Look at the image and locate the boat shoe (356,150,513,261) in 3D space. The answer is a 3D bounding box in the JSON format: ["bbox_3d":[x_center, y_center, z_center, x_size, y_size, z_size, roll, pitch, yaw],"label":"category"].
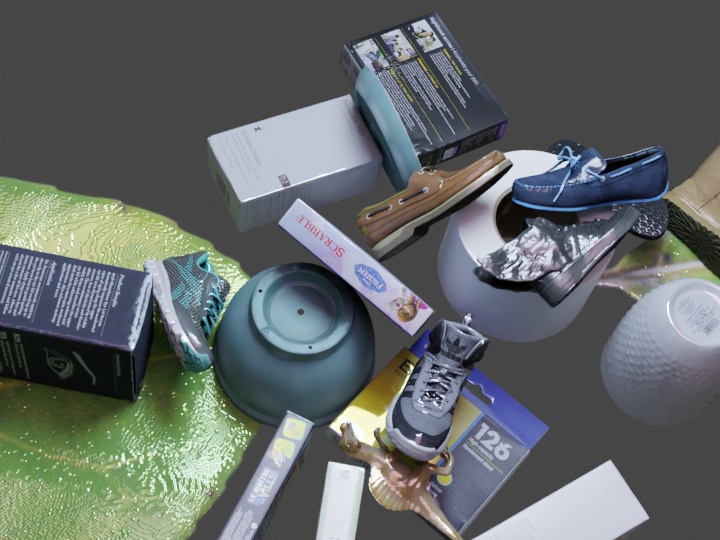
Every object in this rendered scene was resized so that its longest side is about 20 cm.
[{"bbox_3d":[0.082,-0.091,1.657,0.200,0.072,0.068,-34,80,13],"label":"boat shoe"}]

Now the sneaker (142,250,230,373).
[{"bbox_3d":[-0.194,0.038,1.661,0.091,0.078,0.200,-20,43,-8],"label":"sneaker"}]

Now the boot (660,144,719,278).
[{"bbox_3d":[0.514,-0.092,1.870,0.200,0.066,0.175,-36,75,-25],"label":"boot"}]

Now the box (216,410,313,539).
[{"bbox_3d":[-0.115,0.265,1.572,0.035,0.110,0.200,26,63,6],"label":"box"}]

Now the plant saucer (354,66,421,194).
[{"bbox_3d":[0.037,-0.160,1.770,0.027,0.200,0.200,-26,68,-4],"label":"plant saucer"}]

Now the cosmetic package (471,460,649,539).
[{"bbox_3d":[0.213,0.308,1.596,0.200,0.108,0.085,-25,69,-18],"label":"cosmetic package"}]

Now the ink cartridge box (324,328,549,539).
[{"bbox_3d":[0.096,0.188,1.677,0.198,0.047,0.200,39,66,11],"label":"ink cartridge box"}]

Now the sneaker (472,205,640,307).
[{"bbox_3d":[0.231,-0.034,1.646,0.104,0.060,0.200,43,69,9],"label":"sneaker"}]

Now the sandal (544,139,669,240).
[{"bbox_3d":[0.328,-0.103,1.867,0.075,0.048,0.200,-36,60,-21],"label":"sandal"}]

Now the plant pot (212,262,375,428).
[{"bbox_3d":[-0.074,0.072,1.666,0.200,0.134,0.200,3,62,-5],"label":"plant pot"}]

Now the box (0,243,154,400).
[{"bbox_3d":[-0.344,0.061,1.628,0.200,0.148,0.104,11,61,-3],"label":"box"}]

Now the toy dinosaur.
[{"bbox_3d":[0.057,0.237,1.576,0.200,0.058,0.101,42,47,8],"label":"toy dinosaur"}]

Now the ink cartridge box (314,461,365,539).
[{"bbox_3d":[-0.032,0.328,1.529,0.048,0.146,0.200,10,62,0],"label":"ink cartridge box"}]

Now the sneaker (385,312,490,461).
[{"bbox_3d":[0.088,0.122,1.586,0.075,0.114,0.200,24,31,2],"label":"sneaker"}]

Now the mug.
[{"bbox_3d":[0.404,0.077,1.702,0.200,0.175,0.148,-30,70,-21],"label":"mug"}]

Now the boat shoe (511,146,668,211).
[{"bbox_3d":[0.272,-0.117,1.682,0.200,0.069,0.084,-10,27,-22],"label":"boat shoe"}]

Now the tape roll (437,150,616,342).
[{"bbox_3d":[0.204,-0.029,1.752,0.202,0.139,0.203,4,62,-7],"label":"tape roll"}]

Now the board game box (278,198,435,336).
[{"bbox_3d":[0.000,0.000,1.665,0.200,0.200,0.041,40,91,5],"label":"board game box"}]

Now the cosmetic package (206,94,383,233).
[{"bbox_3d":[-0.084,-0.137,1.804,0.200,0.081,0.113,-21,65,-17],"label":"cosmetic package"}]

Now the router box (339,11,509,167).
[{"bbox_3d":[0.085,-0.241,1.897,0.149,0.051,0.200,-23,68,-20],"label":"router box"}]
